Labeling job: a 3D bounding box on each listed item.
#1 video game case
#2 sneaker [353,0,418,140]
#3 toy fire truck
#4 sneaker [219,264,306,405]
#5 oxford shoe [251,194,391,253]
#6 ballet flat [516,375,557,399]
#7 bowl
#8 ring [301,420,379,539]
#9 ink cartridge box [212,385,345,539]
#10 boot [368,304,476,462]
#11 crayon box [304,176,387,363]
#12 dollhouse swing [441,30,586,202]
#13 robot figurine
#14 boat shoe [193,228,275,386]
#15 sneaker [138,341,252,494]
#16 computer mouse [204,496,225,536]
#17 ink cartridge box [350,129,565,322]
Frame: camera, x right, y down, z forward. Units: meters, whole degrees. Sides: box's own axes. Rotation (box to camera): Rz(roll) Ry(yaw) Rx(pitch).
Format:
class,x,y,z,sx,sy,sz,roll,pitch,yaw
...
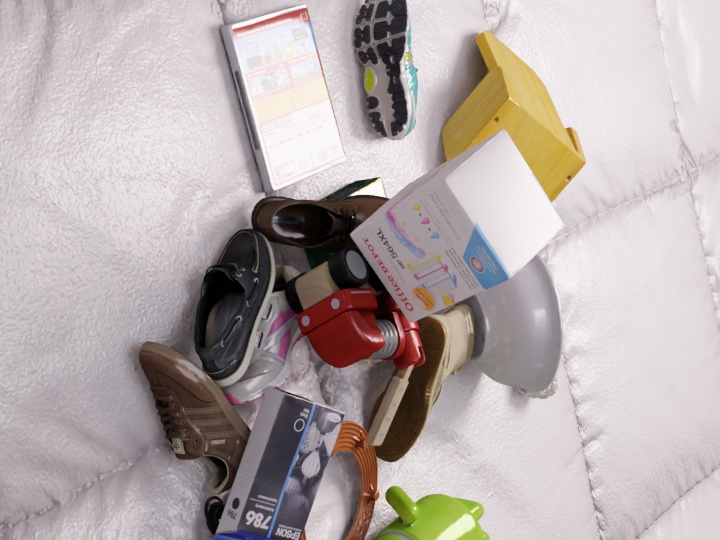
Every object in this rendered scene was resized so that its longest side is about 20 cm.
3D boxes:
class,x,y,z,sx,sy,sz,roll,pitch,yaw
video game case,-0.090,-0.211,1.680,0.142,0.017,0.203,-26,106,-45
sneaker,0.039,-0.271,1.805,0.079,0.076,0.203,-13,102,-66
toy fire truck,0.008,0.091,1.596,0.175,0.128,0.202,0,65,-55
sneaker,-0.116,0.071,1.590,0.089,0.081,0.201,57,42,-26
oxford shoe,-0.024,-0.050,1.623,0.197,0.084,0.074,-3,98,-17
ballet flat,0.246,0.089,1.994,0.071,0.071,0.203,-10,94,-47
bowl,0.187,0.068,1.862,0.089,0.201,0.204,-6,92,-20
ring,-0.027,0.283,1.669,0.200,0.019,0.204,-24,119,-54
ink cartridge box,-0.093,0.238,1.543,0.099,0.039,0.203,22,87,-41
boot,0.084,0.143,1.793,0.155,0.072,0.203,-18,128,-67
crayon box,0.000,0.000,1.737,0.125,0.051,0.203,-30,108,-45
dollhouse swing,0.197,-0.207,1.985,0.182,0.176,0.199,-49,134,12
robot figurine,0.080,0.361,1.748,0.199,0.115,0.178,-31,118,-44
boat shoe,-0.148,0.026,1.536,0.066,0.074,0.202,50,44,-45
sneaker,-0.183,0.164,1.509,0.201,0.070,0.076,51,59,-29
computer mouse,-0.087,0.278,1.622,0.200,0.046,0.142,-41,115,-42
ink cartridge box,0.098,-0.041,1.536,0.125,0.199,0.129,-40,98,-41
